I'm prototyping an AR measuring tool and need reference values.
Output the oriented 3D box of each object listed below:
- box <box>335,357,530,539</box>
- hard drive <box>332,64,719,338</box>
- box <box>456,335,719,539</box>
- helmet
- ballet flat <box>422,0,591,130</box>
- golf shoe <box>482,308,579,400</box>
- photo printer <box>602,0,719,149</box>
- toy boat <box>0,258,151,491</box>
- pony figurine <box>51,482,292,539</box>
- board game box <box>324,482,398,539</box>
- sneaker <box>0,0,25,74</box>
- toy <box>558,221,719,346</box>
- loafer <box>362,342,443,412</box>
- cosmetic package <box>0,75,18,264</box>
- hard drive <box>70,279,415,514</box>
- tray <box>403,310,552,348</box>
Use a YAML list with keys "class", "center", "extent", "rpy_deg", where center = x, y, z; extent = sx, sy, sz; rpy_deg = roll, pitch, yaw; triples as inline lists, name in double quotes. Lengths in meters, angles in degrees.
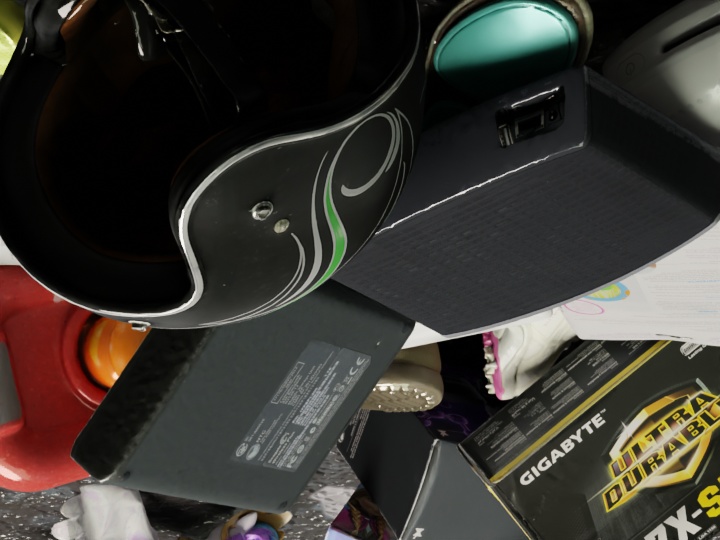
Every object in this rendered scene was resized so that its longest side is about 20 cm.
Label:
- class: "box"
  center: [0.102, 0.122, 1.690]
  extent: [0.200, 0.141, 0.079]
  rpy_deg: [10, 112, -24]
- class: "hard drive"
  center: [0.074, -0.027, 1.298]
  extent: [0.135, 0.042, 0.200]
  rpy_deg: [28, 142, -37]
- class: "box"
  center: [0.178, 0.099, 1.587]
  extent: [0.200, 0.049, 0.160]
  rpy_deg: [-38, 131, -1]
- class: "helmet"
  center: [-0.071, -0.068, 1.218]
  extent: [0.200, 0.200, 0.191]
  rpy_deg: [6, 146, -16]
- class: "ballet flat"
  center: [0.064, -0.101, 1.300]
  extent: [0.067, 0.062, 0.200]
  rpy_deg: [29, 147, -5]
- class: "golf shoe"
  center: [0.115, 0.023, 1.569]
  extent: [0.091, 0.075, 0.200]
  rpy_deg: [-4, 156, -3]
- class: "photo printer"
  center: [0.228, -0.088, 1.323]
  extent: [0.166, 0.070, 0.200]
  rpy_deg: [-23, 148, 27]
- class: "toy boat"
  center: [-0.122, 0.041, 1.420]
  extent: [0.200, 0.131, 0.131]
  rpy_deg: [-15, -174, -27]
- class: "pony figurine"
  center: [-0.165, 0.230, 1.947]
  extent: [0.200, 0.167, 0.193]
  rpy_deg: [-24, 179, 34]
- class: "board game box"
  center: [0.091, 0.181, 1.714]
  extent: [0.200, 0.199, 0.043]
  rpy_deg: [22, 111, 8]
- class: "sneaker"
  center: [-0.247, -0.107, 1.244]
  extent: [0.200, 0.090, 0.078]
  rpy_deg: [7, 153, -20]
- class: "toy"
  center: [0.155, -0.011, 1.431]
  extent: [0.115, 0.047, 0.200]
  rpy_deg: [3, 162, 19]
- class: "loafer"
  center: [-0.027, 0.049, 1.628]
  extent: [0.200, 0.068, 0.076]
  rpy_deg: [0, 159, 37]
- class: "cosmetic package"
  center: [-0.097, -0.058, 1.372]
  extent: [0.200, 0.081, 0.113]
  rpy_deg: [0, 156, -5]
- class: "hard drive"
  center: [-0.056, 0.059, 1.391]
  extent: [0.140, 0.033, 0.200]
  rpy_deg: [-55, 155, 7]
- class: "tray"
  center: [0.000, 0.000, 1.490]
  extent: [0.200, 0.108, 0.022]
  rpy_deg: [-11, -163, 21]
